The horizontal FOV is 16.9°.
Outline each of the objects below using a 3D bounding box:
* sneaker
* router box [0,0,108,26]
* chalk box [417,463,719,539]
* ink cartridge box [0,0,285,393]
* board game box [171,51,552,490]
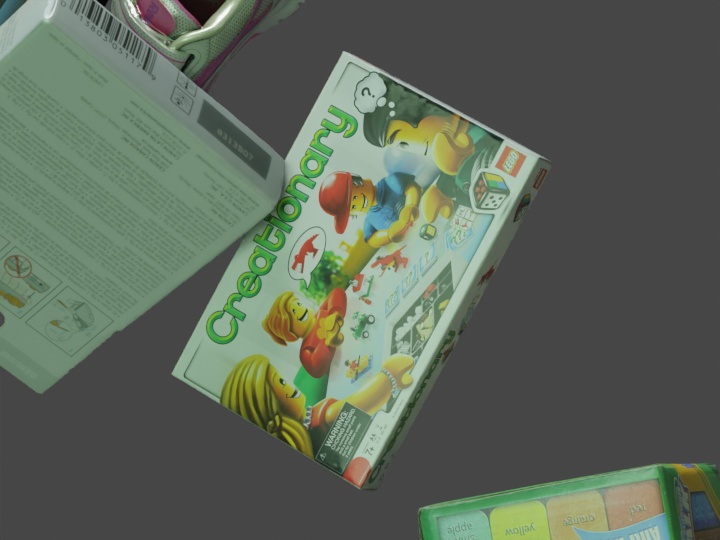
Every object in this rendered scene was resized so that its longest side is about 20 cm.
[{"bbox_3d":[-0.109,-0.124,1.316,0.081,0.088,0.200,38,96,17],"label":"sneaker"},{"bbox_3d":[-0.246,-0.121,1.349,0.150,0.062,0.200,37,110,18],"label":"router box"},{"bbox_3d":[0.106,0.161,1.162,0.124,0.200,0.124,-11,81,16],"label":"chalk box"},{"bbox_3d":[-0.165,-0.042,1.301,0.162,0.057,0.200,39,126,-22],"label":"ink cartridge box"},{"bbox_3d":[0.000,0.000,1.298,0.126,0.035,0.200,29,94,18],"label":"board game box"}]
